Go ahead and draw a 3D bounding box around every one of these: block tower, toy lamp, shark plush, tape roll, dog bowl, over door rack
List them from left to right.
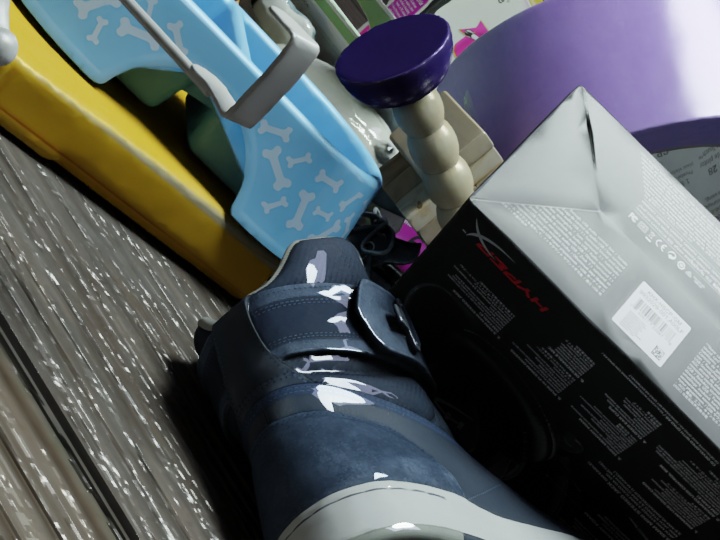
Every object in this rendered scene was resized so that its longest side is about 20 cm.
[{"bbox_3d":[-0.131,-0.099,0.480,0.199,0.067,0.147,34,11,37],"label":"over door rack"},{"bbox_3d":[-0.066,-0.085,0.693,0.200,0.049,0.112,46,11,-21],"label":"dog bowl"},{"bbox_3d":[-0.012,-0.072,0.869,0.198,0.091,0.084,23,-25,12],"label":"shark plush"},{"bbox_3d":[0.050,-0.014,0.722,0.058,0.058,0.201,-116,-179,-57],"label":"toy lamp"},{"bbox_3d":[0.080,0.006,0.811,0.200,0.054,0.058,51,3,-33],"label":"block tower"},{"bbox_3d":[0.144,-0.074,0.890,0.200,0.198,0.086,31,45,-60],"label":"tape roll"}]

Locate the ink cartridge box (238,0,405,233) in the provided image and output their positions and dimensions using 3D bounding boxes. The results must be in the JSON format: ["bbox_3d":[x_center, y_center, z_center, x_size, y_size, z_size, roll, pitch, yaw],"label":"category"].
[{"bbox_3d":[-0.013,-0.117,0.916,0.146,0.048,0.201,53,-29,18],"label":"ink cartridge box"}]

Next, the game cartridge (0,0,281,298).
[{"bbox_3d":[-0.128,-0.092,0.688,0.200,0.032,0.177,37,16,-41],"label":"game cartridge"}]

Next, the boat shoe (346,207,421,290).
[{"bbox_3d":[0.000,0.000,0.802,0.200,0.062,0.075,48,12,-1],"label":"boat shoe"}]

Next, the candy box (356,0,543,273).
[{"bbox_3d":[0.057,-0.111,1.058,0.136,0.200,0.061,42,11,-28],"label":"candy box"}]

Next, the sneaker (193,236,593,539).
[{"bbox_3d":[0.021,0.069,0.589,0.202,0.077,0.147,36,19,-49],"label":"sneaker"}]

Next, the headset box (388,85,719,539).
[{"bbox_3d":[0.074,0.047,0.639,0.149,0.077,0.200,44,-31,3],"label":"headset box"}]
